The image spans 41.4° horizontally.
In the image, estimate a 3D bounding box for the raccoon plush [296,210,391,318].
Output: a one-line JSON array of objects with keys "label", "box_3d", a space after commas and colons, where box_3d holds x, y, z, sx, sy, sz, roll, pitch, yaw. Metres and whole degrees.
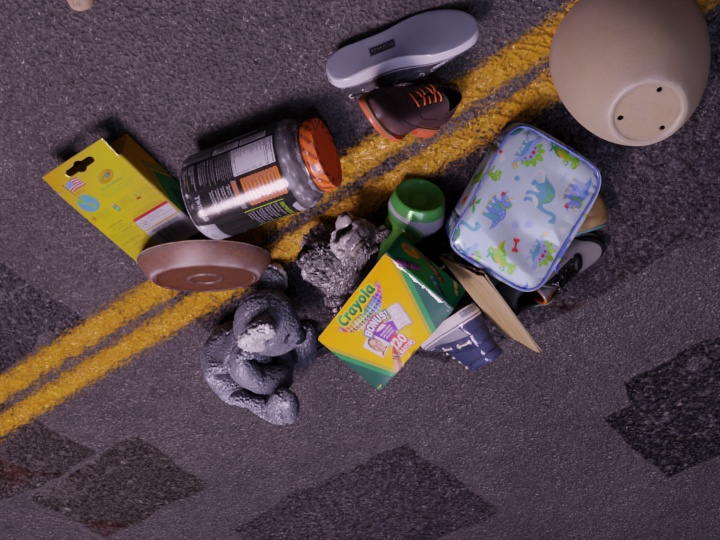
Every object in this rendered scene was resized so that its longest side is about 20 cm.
[{"label": "raccoon plush", "box_3d": [0.000, 0.000, 1.387, 0.133, 0.097, 0.201, 4, 140, 40]}]

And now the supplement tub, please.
[{"label": "supplement tub", "box_3d": [-0.132, -0.126, 1.282, 0.197, 0.124, 0.123, -17, 132, 17]}]

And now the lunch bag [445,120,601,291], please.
[{"label": "lunch bag", "box_3d": [0.220, -0.084, 1.284, 0.159, 0.083, 0.202, 28, 101, -6]}]

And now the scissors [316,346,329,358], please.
[{"label": "scissors", "box_3d": [-0.035, 0.114, 1.591, 0.197, 0.014, 0.073, -16, 134, 18]}]

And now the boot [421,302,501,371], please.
[{"label": "boot", "box_3d": [0.152, 0.119, 1.482, 0.072, 0.091, 0.200, -29, 173, -16]}]

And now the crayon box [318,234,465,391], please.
[{"label": "crayon box", "box_3d": [0.040, 0.062, 1.321, 0.118, 0.058, 0.201, 39, 128, 1]}]

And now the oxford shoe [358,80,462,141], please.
[{"label": "oxford shoe", "box_3d": [0.063, -0.208, 1.178, 0.072, 0.199, 0.072, -35, 83, 28]}]

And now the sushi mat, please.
[{"label": "sushi mat", "box_3d": [0.187, 0.047, 1.353, 0.012, 0.095, 0.200, -49, 130, -8]}]

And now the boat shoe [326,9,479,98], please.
[{"label": "boat shoe", "box_3d": [0.057, -0.262, 1.191, 0.197, 0.071, 0.066, -18, 151, 14]}]

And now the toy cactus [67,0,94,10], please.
[{"label": "toy cactus", "box_3d": [-0.334, -0.367, 1.086, 0.196, 0.103, 0.166, -7, 144, -4]}]

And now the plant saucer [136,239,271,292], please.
[{"label": "plant saucer", "box_3d": [-0.228, -0.002, 1.399, 0.197, 0.035, 0.201, -2, 165, -1]}]

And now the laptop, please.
[{"label": "laptop", "box_3d": [0.117, 0.015, 1.418, 0.176, 0.103, 0.203, -27, 120, -32]}]

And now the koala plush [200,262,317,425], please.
[{"label": "koala plush", "box_3d": [-0.155, 0.104, 1.478, 0.181, 0.179, 0.201, 17, 137, -1]}]

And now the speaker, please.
[{"label": "speaker", "box_3d": [0.069, -0.034, 1.393, 0.087, 0.089, 0.202, 7, 134, -5]}]

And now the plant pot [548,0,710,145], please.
[{"label": "plant pot", "box_3d": [0.337, -0.230, 1.162, 0.197, 0.136, 0.202, 1, 135, 1]}]

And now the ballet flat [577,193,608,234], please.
[{"label": "ballet flat", "box_3d": [0.257, -0.065, 1.365, 0.198, 0.069, 0.064, -24, 119, -1]}]

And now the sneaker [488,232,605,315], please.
[{"label": "sneaker", "box_3d": [0.281, 0.010, 1.407, 0.198, 0.079, 0.075, -27, 133, -12]}]

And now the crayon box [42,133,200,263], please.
[{"label": "crayon box", "box_3d": [-0.333, -0.108, 1.354, 0.126, 0.051, 0.200, -25, 130, 24]}]
